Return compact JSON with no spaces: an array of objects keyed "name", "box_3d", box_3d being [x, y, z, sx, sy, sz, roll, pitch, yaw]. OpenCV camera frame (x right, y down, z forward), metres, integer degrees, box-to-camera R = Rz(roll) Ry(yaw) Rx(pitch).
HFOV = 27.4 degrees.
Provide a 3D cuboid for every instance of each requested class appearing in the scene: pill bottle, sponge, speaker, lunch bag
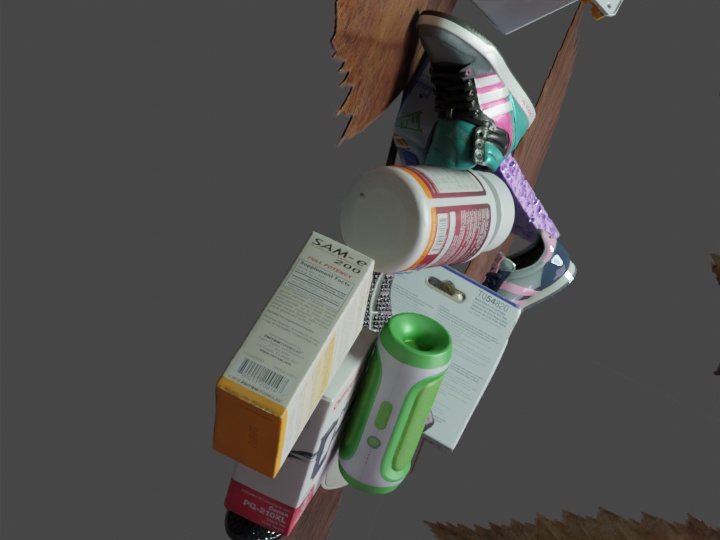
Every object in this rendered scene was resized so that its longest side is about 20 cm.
[{"name":"pill bottle","box_3d":[0.076,-0.058,1.566,0.200,0.109,0.110,-7,124,-54]},{"name":"sponge","box_3d":[0.169,-0.111,1.847,0.030,0.111,0.200,-49,135,-12]},{"name":"speaker","box_3d":[0.036,0.146,1.601,0.088,0.088,0.201,-51,162,-56]},{"name":"lunch bag","box_3d":[0.097,-0.177,1.672,0.161,0.075,0.200,-62,169,-5]}]

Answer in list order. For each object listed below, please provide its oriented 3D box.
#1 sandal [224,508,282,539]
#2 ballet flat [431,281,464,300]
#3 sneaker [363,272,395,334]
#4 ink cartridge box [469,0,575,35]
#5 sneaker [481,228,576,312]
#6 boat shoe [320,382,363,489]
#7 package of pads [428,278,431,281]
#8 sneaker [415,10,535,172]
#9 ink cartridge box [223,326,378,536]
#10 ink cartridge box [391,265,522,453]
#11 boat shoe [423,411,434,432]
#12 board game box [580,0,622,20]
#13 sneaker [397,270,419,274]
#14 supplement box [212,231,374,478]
[{"name":"sandal","box_3d":[-0.099,0.256,1.696,0.045,0.075,0.200,-60,178,34]},{"name":"ballet flat","box_3d":[0.110,0.052,1.930,0.071,0.065,0.200,-64,173,14]},{"name":"sneaker","box_3d":[0.000,0.000,1.644,0.073,0.080,0.201,7,98,-37]},{"name":"ink cartridge box","box_3d":[0.212,-0.367,1.605,0.145,0.083,0.200,-19,-145,52]},{"name":"sneaker","box_3d":[0.170,0.022,1.849,0.200,0.082,0.070,-35,-153,-3]},{"name":"boat shoe","box_3d":[-0.009,0.174,1.715,0.072,0.062,0.201,-5,135,-29]},{"name":"package of pads","box_3d":[0.069,-0.030,1.898,0.154,0.068,0.201,-28,141,-77]},{"name":"sneaker","box_3d":[0.098,-0.166,1.518,0.200,0.083,0.121,43,69,-42]},{"name":"ink cartridge box","box_3d":[-0.064,0.160,1.590,0.145,0.084,0.201,-54,165,-55]},{"name":"ink cartridge box","box_3d":[0.069,0.089,1.800,0.201,0.199,0.041,-61,-179,-12]},{"name":"boat shoe","box_3d":[0.035,0.101,1.739,0.066,0.202,0.072,-16,179,-26]},{"name":"board game box","box_3d":[0.221,-0.387,1.508,0.026,0.200,0.200,-22,-149,53]},{"name":"sneaker","box_3d":[0.075,-0.061,1.760,0.199,0.077,0.086,-24,120,-32]},{"name":"supplement box","box_3d":[-0.065,0.080,1.420,0.200,0.073,0.126,-59,168,-34]}]
